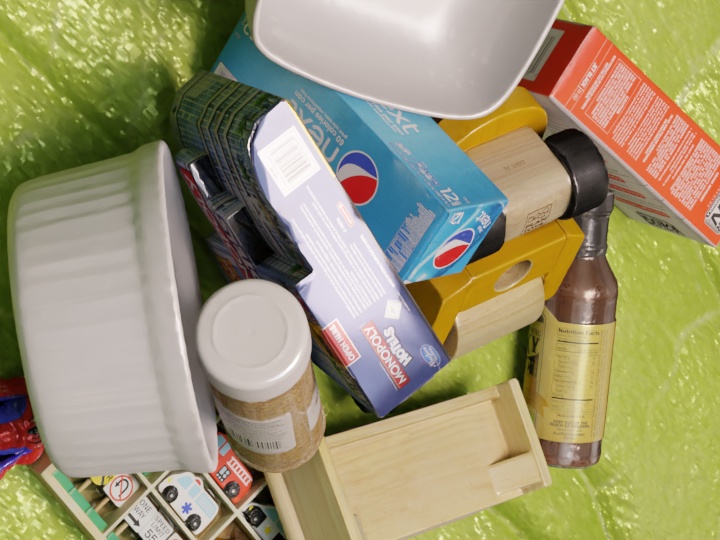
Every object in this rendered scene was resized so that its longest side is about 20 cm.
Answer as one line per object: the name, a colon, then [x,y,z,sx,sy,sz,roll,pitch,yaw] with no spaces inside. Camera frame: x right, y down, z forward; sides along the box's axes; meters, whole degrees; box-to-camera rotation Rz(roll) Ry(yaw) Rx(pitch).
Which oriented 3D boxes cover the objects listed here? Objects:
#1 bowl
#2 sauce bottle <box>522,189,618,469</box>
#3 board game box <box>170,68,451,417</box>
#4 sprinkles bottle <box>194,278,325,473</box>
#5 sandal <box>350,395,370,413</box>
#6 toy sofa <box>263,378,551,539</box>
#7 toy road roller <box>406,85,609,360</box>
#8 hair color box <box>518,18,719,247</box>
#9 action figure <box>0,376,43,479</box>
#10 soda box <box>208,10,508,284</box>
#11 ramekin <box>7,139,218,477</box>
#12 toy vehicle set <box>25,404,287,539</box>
bowl: [0.033,-0.205,1.459,0.198,0.075,0.201,15,110,-30]
sauce bottle: [0.154,0.039,1.729,0.064,0.065,0.202,-2,103,-34]
board game box: [-0.053,-0.023,1.495,0.062,0.200,0.201,-38,112,-13]
sprinkles bottle: [-0.060,0.068,1.471,0.068,0.068,0.200,-48,166,-13]
sandal: [0.000,0.000,1.607,0.048,0.075,0.202,-19,122,-13]
toy sofa: [0.026,0.143,1.651,0.199,0.097,0.083,-14,82,-40]
toy road roller: [0.069,-0.049,1.632,0.122,0.146,0.201,-23,152,-27]
hair color box: [0.178,-0.100,1.683,0.200,0.101,0.061,39,81,-36]
action figure: [-0.255,0.111,1.484,0.199,0.052,0.066,-18,109,-32]
soda box: [-0.003,-0.084,1.498,0.068,0.200,0.064,-11,142,-51]
ramekin: [-0.148,0.029,1.439,0.097,0.201,0.202,-9,111,1]
toy vehicle set: [-0.120,0.154,1.597,0.124,0.026,0.200,-46,123,-16]
